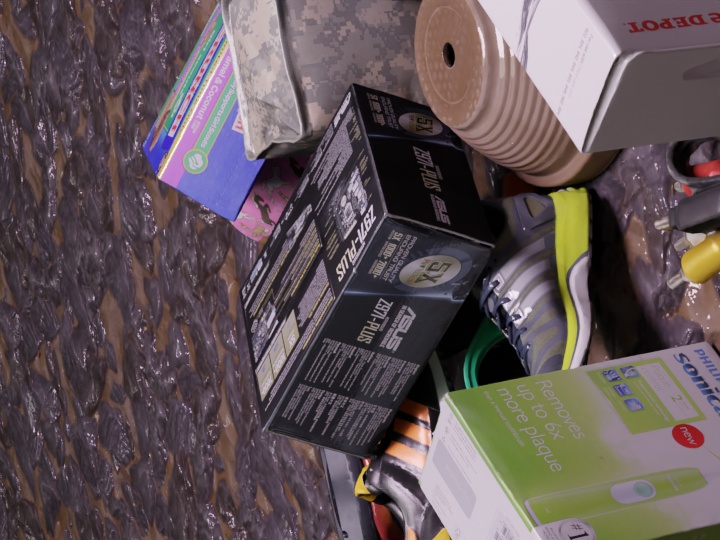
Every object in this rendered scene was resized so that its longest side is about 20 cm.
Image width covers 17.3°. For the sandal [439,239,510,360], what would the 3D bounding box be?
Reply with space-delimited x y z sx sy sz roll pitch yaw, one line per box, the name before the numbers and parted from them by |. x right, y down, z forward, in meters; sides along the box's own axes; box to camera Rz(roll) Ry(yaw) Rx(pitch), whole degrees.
sandal | 0.078 0.029 1.748 0.200 0.043 0.076 -24 73 42

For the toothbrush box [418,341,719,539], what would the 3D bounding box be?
toothbrush box | 0.160 0.136 1.475 0.146 0.200 0.086 58 145 39

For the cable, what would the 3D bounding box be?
cable | 0.249 -0.052 1.442 0.200 0.050 0.097 -17 66 52

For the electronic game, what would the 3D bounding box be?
electronic game | -0.005 0.182 1.951 0.200 0.042 0.200 168 90 -86

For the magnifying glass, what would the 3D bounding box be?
magnifying glass | 0.112 0.021 1.657 0.022 0.079 0.200 63 -155 -59

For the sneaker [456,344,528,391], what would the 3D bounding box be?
sneaker | 0.112 0.101 1.688 0.200 0.091 0.076 22 120 62

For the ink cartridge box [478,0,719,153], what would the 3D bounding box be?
ink cartridge box | 0.160 -0.172 1.439 0.200 0.145 0.084 61 148 36

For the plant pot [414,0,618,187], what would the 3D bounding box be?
plant pot | 0.099 -0.154 1.630 0.201 0.093 0.201 28 122 59

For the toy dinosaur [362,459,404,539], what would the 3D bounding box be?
toy dinosaur | 0.008 0.114 1.851 0.105 0.200 0.182 114 174 -71

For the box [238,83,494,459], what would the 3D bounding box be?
box | 0.000 0.000 1.663 0.200 0.086 0.164 -61 24 29

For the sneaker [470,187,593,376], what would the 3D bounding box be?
sneaker | 0.114 0.028 1.596 0.074 0.081 0.200 91 -178 -50

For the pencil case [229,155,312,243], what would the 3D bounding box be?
pencil case | -0.050 -0.093 1.968 0.087 0.083 0.200 50 150 0

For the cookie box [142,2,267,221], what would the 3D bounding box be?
cookie box | -0.103 -0.144 1.919 0.171 0.075 0.200 -62 13 4

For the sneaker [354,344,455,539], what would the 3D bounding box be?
sneaker | 0.032 0.123 1.682 0.070 0.090 0.200 69 -177 -67

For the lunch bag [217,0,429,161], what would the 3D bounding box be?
lunch bag | -0.014 -0.192 1.764 0.118 0.164 0.200 -16 83 63
